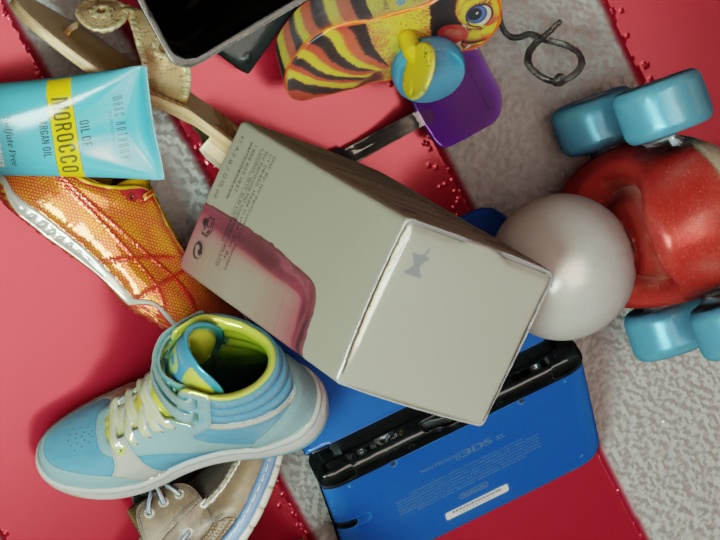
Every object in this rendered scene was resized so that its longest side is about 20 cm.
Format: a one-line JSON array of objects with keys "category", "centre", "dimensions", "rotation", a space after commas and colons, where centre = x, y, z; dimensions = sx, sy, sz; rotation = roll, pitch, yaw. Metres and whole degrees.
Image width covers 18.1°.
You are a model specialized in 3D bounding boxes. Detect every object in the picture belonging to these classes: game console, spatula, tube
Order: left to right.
[{"category": "tube", "centre": [-0.226, -0.089, 1.418], "dimensions": [0.200, 0.050, 0.078], "rotation": [-2, 123, 7]}, {"category": "spatula", "centre": [0.006, -0.084, 1.523], "dimensions": [0.200, 0.021, 0.057], "rotation": [-30, 94, -5]}, {"category": "game console", "centre": [0.046, 0.084, 1.566], "dimensions": [0.200, 0.118, 0.171], "rotation": [-25, 136, -8]}]

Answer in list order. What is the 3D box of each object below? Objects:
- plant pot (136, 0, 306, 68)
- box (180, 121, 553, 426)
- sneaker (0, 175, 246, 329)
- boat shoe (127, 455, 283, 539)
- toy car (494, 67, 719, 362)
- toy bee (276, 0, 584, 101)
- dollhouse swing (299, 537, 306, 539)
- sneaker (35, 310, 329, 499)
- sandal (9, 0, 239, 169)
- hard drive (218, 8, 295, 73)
[{"category": "plant pot", "centre": [-0.084, -0.260, 1.354], "dimensions": [0.199, 0.177, 0.200], "rotation": [-31, 105, -6]}, {"category": "box", "centre": [0.000, 0.000, 1.411], "dimensions": [0.128, 0.200, 0.109], "rotation": [19, 99, -38]}, {"category": "sneaker", "centre": [-0.143, -0.018, 1.472], "dimensions": [0.200, 0.073, 0.077], "rotation": [41, 90, -18]}, {"category": "boat shoe", "centre": [-0.120, 0.173, 1.513], "dimensions": [0.072, 0.072, 0.200], "rotation": [29, 92, -15]}, {"category": "toy car", "centre": [0.144, -0.010, 1.476], "dimensions": [0.200, 0.177, 0.185], "rotation": [-21, 95, -21]}, {"category": "toy bee", "centre": [0.045, -0.174, 1.469], "dimensions": [0.200, 0.131, 0.109], "rotation": [-23, 142, -25]}, {"category": "dollhouse swing", "centre": [-0.054, 0.312, 1.513], "dimensions": [0.200, 0.182, 0.176], "rotation": [-42, 86, -4]}, {"category": "sneaker", "centre": [-0.130, 0.081, 1.447], "dimensions": [0.200, 0.131, 0.080], "rotation": [-16, 62, 7]}, {"category": "sandal", "centre": [-0.121, -0.137, 1.451], "dimensions": [0.212, 0.078, 0.070], "rotation": [37, 102, -25]}, {"category": "hard drive", "centre": [-0.072, -0.249, 1.468], "dimensions": [0.139, 0.033, 0.200], "rotation": [36, 90, -17]}]
